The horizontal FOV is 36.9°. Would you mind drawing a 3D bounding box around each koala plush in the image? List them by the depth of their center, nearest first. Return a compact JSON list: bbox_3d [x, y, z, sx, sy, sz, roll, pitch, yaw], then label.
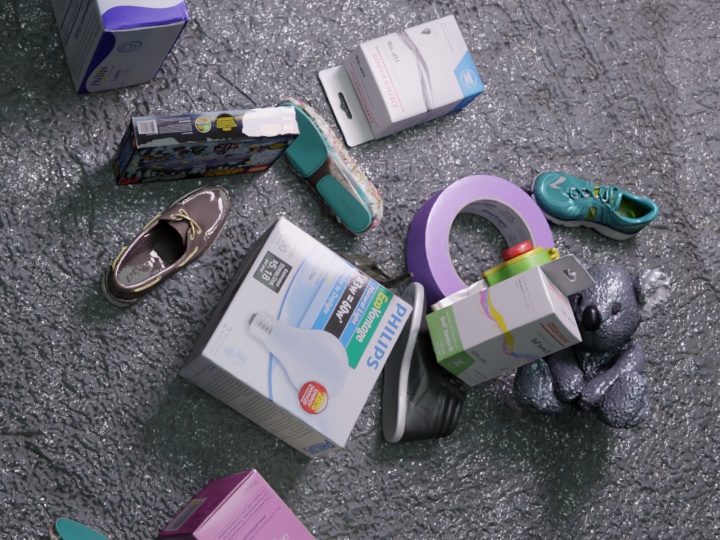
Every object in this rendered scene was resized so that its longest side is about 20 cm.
[{"bbox_3d":[0.311,0.085,1.404,0.183,0.174,0.205,0,96,-59],"label":"koala plush"}]

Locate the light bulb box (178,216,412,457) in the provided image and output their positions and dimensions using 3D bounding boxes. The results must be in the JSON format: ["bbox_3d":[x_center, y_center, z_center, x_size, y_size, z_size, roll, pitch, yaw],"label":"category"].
[{"bbox_3d":[-0.076,0.083,1.285,0.198,0.125,0.200,33,67,-11],"label":"light bulb box"}]

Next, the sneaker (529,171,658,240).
[{"bbox_3d":[0.332,-0.102,1.528,0.196,0.079,0.079,12,73,-19],"label":"sneaker"}]

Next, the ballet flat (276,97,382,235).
[{"bbox_3d":[-0.040,-0.135,1.386,0.202,0.075,0.064,56,30,-6],"label":"ballet flat"}]

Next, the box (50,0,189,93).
[{"bbox_3d":[-0.294,-0.340,1.262,0.103,0.183,0.204,-13,83,-26],"label":"box"}]

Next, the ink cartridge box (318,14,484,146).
[{"bbox_3d":[0.056,-0.256,1.454,0.197,0.068,0.118,-23,87,-26],"label":"ink cartridge box"}]

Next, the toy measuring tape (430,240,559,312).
[{"bbox_3d":[0.182,0.012,1.371,0.197,0.073,0.075,-23,87,-26],"label":"toy measuring tape"}]

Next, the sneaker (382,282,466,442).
[{"bbox_3d":[0.086,0.122,1.379,0.097,0.070,0.204,10,79,-23],"label":"sneaker"}]

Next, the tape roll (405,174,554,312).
[{"bbox_3d":[0.162,-0.021,1.445,0.196,0.066,0.205,5,76,-21],"label":"tape roll"}]

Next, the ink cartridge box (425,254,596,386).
[{"bbox_3d":[0.194,0.064,1.321,0.117,0.197,0.068,35,35,-54],"label":"ink cartridge box"}]

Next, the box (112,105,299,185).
[{"bbox_3d":[-0.186,-0.148,1.287,0.196,0.137,0.041,-8,80,-24],"label":"box"}]

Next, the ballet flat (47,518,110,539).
[{"bbox_3d":[-0.261,0.343,1.179,0.198,0.076,0.065,29,101,-9],"label":"ballet flat"}]

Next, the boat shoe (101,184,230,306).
[{"bbox_3d":[-0.224,-0.036,1.286,0.200,0.059,0.072,-43,95,-25],"label":"boat shoe"}]

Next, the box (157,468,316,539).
[{"bbox_3d":[-0.109,0.330,1.183,0.097,0.176,0.201,-43,96,-26],"label":"box"}]

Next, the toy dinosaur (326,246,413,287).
[{"bbox_3d":[0.000,0.000,1.340,0.088,0.197,0.048,29,80,-54],"label":"toy dinosaur"}]
